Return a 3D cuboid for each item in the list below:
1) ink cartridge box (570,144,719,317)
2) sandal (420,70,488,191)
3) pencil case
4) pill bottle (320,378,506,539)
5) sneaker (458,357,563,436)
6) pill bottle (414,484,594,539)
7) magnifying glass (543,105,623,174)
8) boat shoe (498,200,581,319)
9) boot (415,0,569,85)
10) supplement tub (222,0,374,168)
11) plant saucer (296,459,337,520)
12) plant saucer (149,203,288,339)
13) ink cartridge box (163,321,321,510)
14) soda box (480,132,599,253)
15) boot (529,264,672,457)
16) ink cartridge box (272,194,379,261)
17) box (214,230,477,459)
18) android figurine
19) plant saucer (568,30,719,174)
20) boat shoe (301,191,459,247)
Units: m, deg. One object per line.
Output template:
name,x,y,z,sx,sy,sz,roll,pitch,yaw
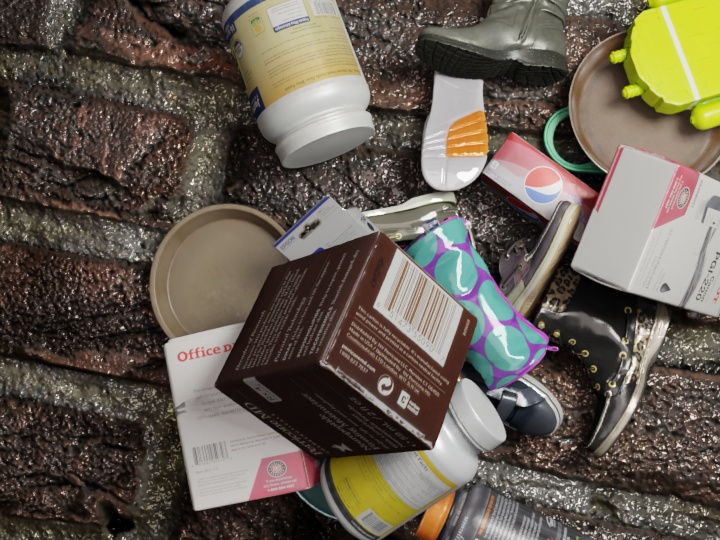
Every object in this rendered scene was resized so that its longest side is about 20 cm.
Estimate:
ink cartridge box,0.344,-0.039,1.026,0.085,0.199,0.147,29,103,46
sandal,0.118,-0.181,1.145,0.078,0.059,0.208,9,66,-1
pencil case,0.130,0.033,1.051,0.092,0.085,0.201,-35,83,8
pill bottle,0.060,0.209,1.040,0.200,0.112,0.112,-37,83,16
sneaker,0.140,0.146,1.097,0.199,0.079,0.079,31,128,12
pill bottle,0.165,0.319,1.079,0.199,0.106,0.107,25,89,7
magnifying glass,0.317,-0.134,1.136,0.199,0.022,0.080,30,90,9
boat shoe,0.191,-0.002,1.083,0.065,0.072,0.201,33,128,15
boot,0.162,-0.303,1.127,0.198,0.068,0.132,6,75,-12
supplement tub,-0.073,-0.240,1.122,0.143,0.144,0.201,-21,84,5
plant saucer,-0.002,0.206,1.140,0.198,0.036,0.202,0,86,7
plant saucer,-0.168,0.017,1.175,0.198,0.029,0.202,0,86,6
ink cartridge box,-0.137,0.167,1.102,0.145,0.083,0.202,-13,84,10
soda box,0.241,-0.078,1.113,0.199,0.070,0.064,37,87,7
boot,0.266,0.102,1.098,0.150,0.073,0.201,25,86,6
ink cartridge box,0.000,0.000,1.103,0.099,0.039,0.200,-39,108,22
box,-0.014,0.087,0.990,0.166,0.199,0.165,40,56,-26
android figurine,0.395,-0.256,1.093,0.198,0.041,0.183,-18,80,-4
plant saucer,0.348,-0.192,1.117,0.198,0.032,0.202,0,78,1
boat shoe,0.025,-0.042,1.135,0.200,0.072,0.061,-15,80,1
